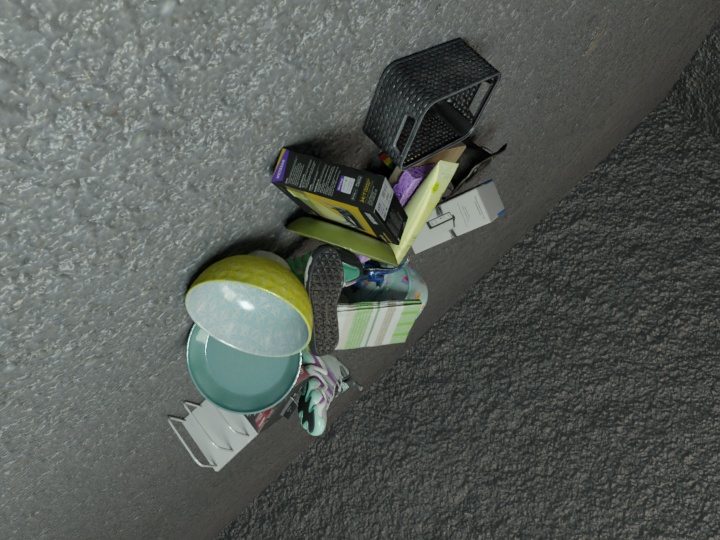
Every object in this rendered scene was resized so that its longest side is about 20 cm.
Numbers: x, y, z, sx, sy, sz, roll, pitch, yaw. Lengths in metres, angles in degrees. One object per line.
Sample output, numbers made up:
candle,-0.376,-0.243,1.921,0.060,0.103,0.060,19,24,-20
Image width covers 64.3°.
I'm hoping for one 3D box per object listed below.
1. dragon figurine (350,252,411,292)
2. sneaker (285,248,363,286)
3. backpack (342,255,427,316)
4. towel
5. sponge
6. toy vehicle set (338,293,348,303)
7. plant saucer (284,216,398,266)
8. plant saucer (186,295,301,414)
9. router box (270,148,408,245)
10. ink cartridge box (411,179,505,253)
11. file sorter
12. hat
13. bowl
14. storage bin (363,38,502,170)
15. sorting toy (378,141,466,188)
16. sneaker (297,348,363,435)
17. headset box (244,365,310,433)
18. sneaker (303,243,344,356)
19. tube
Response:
dragon figurine,0.000,0.000,1.144,0.197,0.060,0.099,-10,162,25
sneaker,-0.096,0.010,1.036,0.196,0.076,0.088,-4,162,-15
backpack,0.043,0.036,1.260,0.176,0.201,0.153,-45,146,10
towel,0.015,0.107,1.160,0.196,0.031,0.150,-3,143,-18
sponge,0.067,-0.103,1.040,0.111,0.030,0.201,-21,152,-52
toy vehicle set,-0.115,0.132,1.183,0.201,0.027,0.124,-51,164,19
plant saucer,-0.027,-0.051,0.944,0.032,0.197,0.200,-71,161,1
plant saucer,-0.196,0.141,0.980,0.200,0.200,0.036,-44,-178,3
router box,-0.022,-0.102,0.844,0.200,0.155,0.053,37,72,-73
ink cartridge box,0.214,-0.125,1.319,0.198,0.086,0.146,-23,-176,32
file sorter,-0.290,0.304,1.227,0.199,0.139,0.125,-42,161,-8
hat,0.229,-0.240,1.251,0.200,0.081,0.201,-38,179,-1
bowl,-0.158,0.036,0.889,0.201,0.197,0.109,114,-7,-52
storage bin,0.113,-0.263,0.901,0.199,0.094,0.136,-33,160,-35
sorting toy,0.080,-0.169,1.084,0.198,0.070,0.201,-23,154,-50
sneaker,-0.054,0.233,1.116,0.138,0.202,0.078,13,127,-26
headset box,-0.192,0.195,1.084,0.075,0.200,0.150,-24,154,-48
sneaker,-0.080,0.048,0.955,0.071,0.082,0.204,-10,116,-35
tube,0.099,-0.103,0.991,0.202,0.051,0.058,-57,-163,23
